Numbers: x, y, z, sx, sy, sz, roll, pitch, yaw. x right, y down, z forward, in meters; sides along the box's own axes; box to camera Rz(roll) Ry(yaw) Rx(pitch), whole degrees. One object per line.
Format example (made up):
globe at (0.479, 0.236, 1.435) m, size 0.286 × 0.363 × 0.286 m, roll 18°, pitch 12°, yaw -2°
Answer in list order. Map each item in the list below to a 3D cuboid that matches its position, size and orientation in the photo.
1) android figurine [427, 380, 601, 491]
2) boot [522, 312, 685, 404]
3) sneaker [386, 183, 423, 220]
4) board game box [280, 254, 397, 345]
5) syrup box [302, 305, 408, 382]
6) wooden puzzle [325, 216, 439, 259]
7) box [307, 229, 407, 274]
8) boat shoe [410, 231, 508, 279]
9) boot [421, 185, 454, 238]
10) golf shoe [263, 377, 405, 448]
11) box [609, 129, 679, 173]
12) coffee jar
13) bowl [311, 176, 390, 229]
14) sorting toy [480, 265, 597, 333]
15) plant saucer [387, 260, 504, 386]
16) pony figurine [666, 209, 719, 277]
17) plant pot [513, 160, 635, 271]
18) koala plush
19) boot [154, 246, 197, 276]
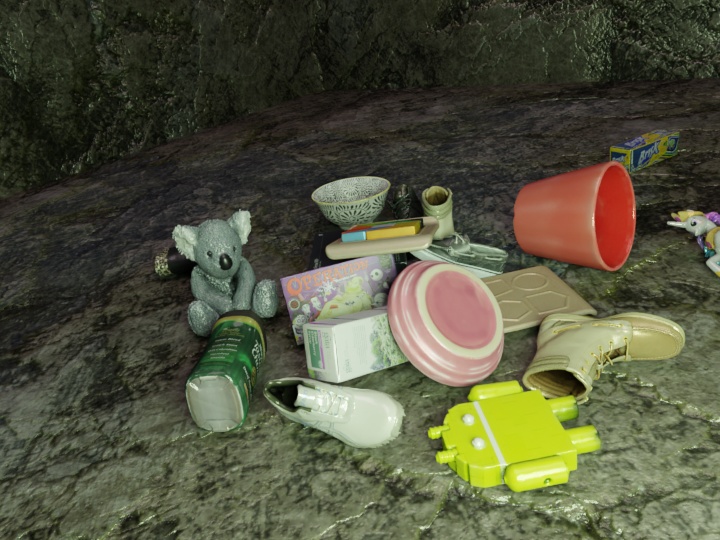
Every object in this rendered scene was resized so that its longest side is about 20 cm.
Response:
android figurine at (0.185, 0.204, 0.761) m, size 0.198 × 0.041 × 0.182 m, roll -8°, pitch 25°, yaw -1°
boot at (0.334, 0.121, 0.841) m, size 0.198 × 0.074 × 0.155 m, roll 3°, pitch 27°, yaw 28°
sneaker at (0.098, -0.121, 1.377) m, size 0.076 × 0.115 × 0.200 m, roll -29°, pitch 15°, yaw 27°
board game box at (-0.028, 0.046, 1.055) m, size 0.198 × 0.121 × 0.032 m, roll -15°, pitch 1°, yaw -1°
syrup box at (0.017, 0.102, 0.912) m, size 0.199 × 0.080 × 0.081 m, roll -10°, pitch 5°, yaw -38°
wooden puzzle at (0.044, -0.068, 1.099) m, size 0.183 × 0.038 × 0.200 m, roll -5°, pitch 14°, yaw 12°
box at (0.000, 0.000, 1.180) m, size 0.180 × 0.105 × 0.200 m, roll -6°, pitch 25°, yaw 4°
boat shoe at (0.183, -0.039, 1.145) m, size 0.198 × 0.071 × 0.072 m, roll 15°, pitch 23°, yaw -16°
boot at (0.166, -0.105, 1.282) m, size 0.071 × 0.156 × 0.200 m, roll -4°, pitch 25°, yaw 10°
golf shoe at (-0.042, 0.182, 0.800) m, size 0.198 × 0.097 × 0.079 m, roll 1°, pitch 71°, yaw 33°
box at (0.764, -0.323, 1.643) m, size 0.199 × 0.065 × 0.070 m, roll -22°, pitch 27°, yaw -24°
coffee jar at (-0.200, 0.146, 0.942) m, size 0.084 × 0.105 × 0.200 m, roll -4°, pitch 26°, yaw 4°
bowl at (-0.018, -0.160, 1.538) m, size 0.198 × 0.095 × 0.201 m, roll -7°, pitch 24°, yaw 3°
sorting toy at (0.277, 0.053, 1.061) m, size 0.198 × 0.037 × 0.185 m, roll -8°, pitch 25°, yaw -7°
plant saucer at (0.136, 0.068, 0.903) m, size 0.200 × 0.201 × 0.051 m, roll -31°, pitch -11°, yaw -39°
pony figurine at (0.668, -0.065, 1.060) m, size 0.191 × 0.168 × 0.201 m, roll -17°, pitch 40°, yaw 0°
plant pot at (0.404, -0.101, 1.172) m, size 0.176 × 0.202 × 0.200 m, roll 3°, pitch 26°, yaw 44°
koala plush at (-0.272, -0.010, 1.183) m, size 0.176 × 0.202 × 0.184 m, roll -18°, pitch 26°, yaw -17°
boot at (-0.400, -0.053, 1.473) m, size 0.152 × 0.074 × 0.204 m, roll -10°, pitch 25°, yaw 3°
